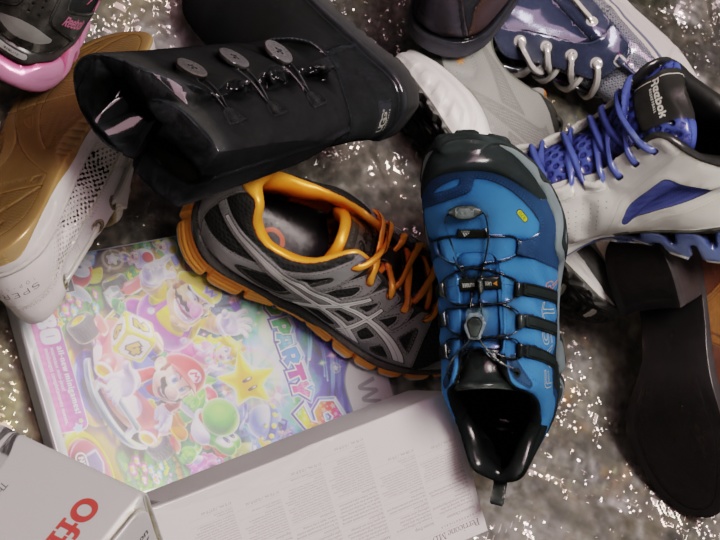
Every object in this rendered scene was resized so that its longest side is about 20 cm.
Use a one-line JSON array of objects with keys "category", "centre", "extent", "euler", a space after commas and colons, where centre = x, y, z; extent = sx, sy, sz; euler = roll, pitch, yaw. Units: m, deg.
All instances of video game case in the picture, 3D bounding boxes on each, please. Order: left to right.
[{"category": "video game case", "centre": [-0.085, 0.048, 1.204], "extent": [0.200, 0.018, 0.144], "euler": [-11, 73, -26]}]

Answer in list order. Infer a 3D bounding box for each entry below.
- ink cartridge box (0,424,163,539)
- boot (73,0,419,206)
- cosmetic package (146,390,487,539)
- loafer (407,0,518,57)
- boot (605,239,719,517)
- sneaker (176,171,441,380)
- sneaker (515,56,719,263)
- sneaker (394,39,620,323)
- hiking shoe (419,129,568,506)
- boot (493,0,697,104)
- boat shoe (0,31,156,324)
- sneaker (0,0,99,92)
[{"category": "ink cartridge box", "centre": [-0.208, 0.142, 1.023], "extent": [0.200, 0.084, 0.144], "euler": [21, 56, 28]}, {"category": "boot", "centre": [-0.084, -0.108, 1.176], "extent": [0.165, 0.066, 0.200], "euler": [32, 31, 24]}, {"category": "cosmetic package", "centre": [-0.035, 0.133, 1.161], "extent": [0.200, 0.051, 0.083], "euler": [-19, 96, -27]}, {"category": "loafer", "centre": [0.087, -0.213, 1.299], "extent": [0.072, 0.063, 0.200], "euler": [20, 57, 13]}, {"category": "boot", "centre": [0.226, 0.028, 1.317], "extent": [0.200, 0.068, 0.189], "euler": [-29, 103, -48]}, {"category": "sneaker", "centre": [0.000, 0.000, 1.205], "extent": [0.200, 0.077, 0.078], "euler": [20, 61, -16]}, {"category": "sneaker", "centre": [0.134, -0.062, 1.176], "extent": [0.199, 0.115, 0.081], "euler": [-4, 53, 1]}, {"category": "sneaker", "centre": [0.098, -0.058, 1.284], "extent": [0.079, 0.074, 0.200], "euler": [-32, 83, -18]}, {"category": "hiking shoe", "centre": [0.073, 0.021, 1.140], "extent": [0.074, 0.200, 0.087], "euler": [-5, 36, 15]}, {"category": "boot", "centre": [0.126, -0.131, 1.341], "extent": [0.090, 0.073, 0.200], "euler": [-30, 74, -24]}, {"category": "boat shoe", "centre": [-0.156, -0.051, 1.191], "extent": [0.069, 0.071, 0.200], "euler": [63, 36, -35]}, {"category": "sneaker", "centre": [-0.156, -0.191, 1.216], "extent": [0.079, 0.095, 0.200], "euler": [23, 46, -10]}]
